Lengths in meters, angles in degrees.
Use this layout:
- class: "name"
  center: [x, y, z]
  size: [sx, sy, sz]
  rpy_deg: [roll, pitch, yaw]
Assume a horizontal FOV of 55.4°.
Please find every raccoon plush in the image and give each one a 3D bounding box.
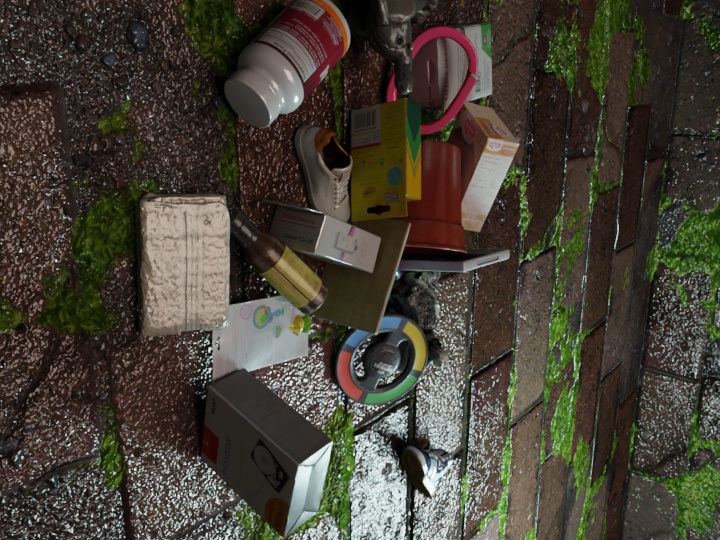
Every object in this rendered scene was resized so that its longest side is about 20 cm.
- class: "raccoon plush"
  center: [0.144, 0.093, 1.437]
  size: [0.133, 0.096, 0.202]
  rpy_deg: [-29, 91, -38]

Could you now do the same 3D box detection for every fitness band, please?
- class: "fitness band"
  center: [0.132, -0.351, 1.275]
  size: [0.201, 0.142, 0.038]
  rpy_deg: [-57, -172, 19]

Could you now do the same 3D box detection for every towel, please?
- class: "towel"
  center: [-0.250, -0.009, 0.969]
  size: [0.131, 0.034, 0.203]
  rpy_deg: [-3, 104, -30]

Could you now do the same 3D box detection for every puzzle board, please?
- class: "puzzle board"
  center: [0.000, 0.000, 1.217]
  size: [0.017, 0.149, 0.203]
  rpy_deg: [26, 80, -53]

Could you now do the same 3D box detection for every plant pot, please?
- class: "plant pot"
  center: [0.109, -0.137, 1.299]
  size: [0.199, 0.199, 0.199]
  rpy_deg: [6, 87, -52]

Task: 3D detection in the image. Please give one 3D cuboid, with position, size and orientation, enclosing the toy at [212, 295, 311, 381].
- class: "toy"
  center: [-0.167, 0.098, 1.118]
  size: [0.198, 0.047, 0.117]
  rpy_deg: [-8, 105, -44]

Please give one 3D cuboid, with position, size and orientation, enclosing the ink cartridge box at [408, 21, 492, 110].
- class: "ink cartridge box"
  center: [0.180, -0.413, 1.378]
  size: [0.199, 0.082, 0.149]
  rpy_deg: [-27, 120, -44]

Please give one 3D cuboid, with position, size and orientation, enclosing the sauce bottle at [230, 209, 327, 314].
- class: "sauce bottle"
  center: [-0.134, -0.015, 1.082]
  size: [0.200, 0.064, 0.065]
  rpy_deg: [48, 63, -27]

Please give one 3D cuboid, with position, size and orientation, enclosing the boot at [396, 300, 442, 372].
- class: "boot"
  center: [0.142, 0.145, 1.482]
  size: [0.201, 0.095, 0.074]
  rpy_deg: [-53, 136, -28]

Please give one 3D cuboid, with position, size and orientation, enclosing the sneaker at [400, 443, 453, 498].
- class: "sneaker"
  center: [0.159, 0.439, 1.608]
  size: [0.109, 0.070, 0.201]
  rpy_deg: [-47, 140, -26]

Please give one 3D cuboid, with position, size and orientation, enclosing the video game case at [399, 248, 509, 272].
- class: "video game case"
  center: [0.172, -0.022, 1.387]
  size: [0.181, 0.198, 0.024]
  rpy_deg: [-13, 102, -49]

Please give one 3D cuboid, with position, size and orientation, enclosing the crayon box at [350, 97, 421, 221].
- class: "crayon box"
  center: [0.043, -0.188, 1.206]
  size: [0.050, 0.126, 0.203]
  rpy_deg: [5, 85, -52]

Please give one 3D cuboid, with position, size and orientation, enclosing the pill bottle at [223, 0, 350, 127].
- class: "pill bottle"
  center: [-0.110, -0.310, 1.020]
  size: [0.201, 0.112, 0.114]
  rpy_deg: [-54, 137, -25]

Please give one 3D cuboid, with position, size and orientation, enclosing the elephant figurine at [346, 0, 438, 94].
- class: "elephant figurine"
  center: [0.048, -0.426, 1.160]
  size: [0.142, 0.153, 0.202]
  rpy_deg: [85, 27, -56]

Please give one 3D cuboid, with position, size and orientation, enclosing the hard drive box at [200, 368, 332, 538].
- class: "hard drive box"
  center: [-0.148, 0.274, 1.043]
  size: [0.076, 0.199, 0.158]
  rpy_deg: [-23, 134, -45]

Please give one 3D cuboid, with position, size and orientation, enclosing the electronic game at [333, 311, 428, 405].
- class: "electronic game"
  center: [0.042, 0.175, 1.346]
  size: [0.197, 0.042, 0.203]
  rpy_deg: [-8, 115, -18]

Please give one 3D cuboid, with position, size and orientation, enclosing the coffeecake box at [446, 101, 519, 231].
- class: "coffeecake box"
  center: [0.221, -0.207, 1.371]
  size: [0.072, 0.154, 0.202]
  rpy_deg: [6, 126, -19]

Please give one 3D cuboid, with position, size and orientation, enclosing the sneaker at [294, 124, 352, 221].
- class: "sneaker"
  center: [-0.046, -0.150, 1.170]
  size: [0.073, 0.084, 0.201]
  rpy_deg: [-51, 138, -30]

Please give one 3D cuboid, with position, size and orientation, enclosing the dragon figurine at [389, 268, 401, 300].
- class: "dragon figurine"
  center: [0.040, 0.017, 1.312]
  size: [0.200, 0.098, 0.059]
  rpy_deg: [44, 67, -50]

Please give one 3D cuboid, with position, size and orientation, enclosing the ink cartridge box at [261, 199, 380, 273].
- class: "ink cartridge box"
  center: [-0.071, -0.056, 1.140]
  size: [0.199, 0.115, 0.068]
  rpy_deg: [20, 84, -51]
